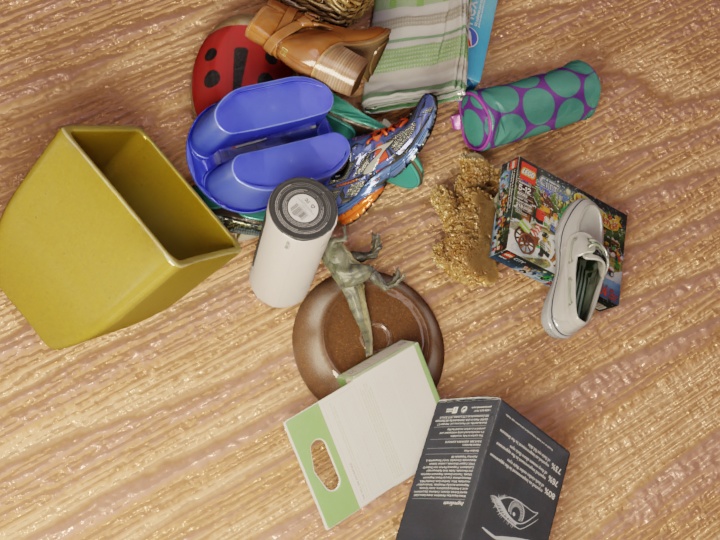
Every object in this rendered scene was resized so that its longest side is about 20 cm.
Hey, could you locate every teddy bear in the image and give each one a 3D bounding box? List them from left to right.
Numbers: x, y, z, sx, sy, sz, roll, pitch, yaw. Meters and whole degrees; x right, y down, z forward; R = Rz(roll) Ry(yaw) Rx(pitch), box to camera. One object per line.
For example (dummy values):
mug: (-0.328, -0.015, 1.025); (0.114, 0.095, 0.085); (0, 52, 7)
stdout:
teddy bear: (0.151, -0.064, 1.611); (0.144, 0.067, 0.202); (16, 64, -31)

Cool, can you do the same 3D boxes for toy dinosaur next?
toy dinosaur: (0.000, 0.000, 1.508); (0.088, 0.047, 0.201); (-22, 82, -23)

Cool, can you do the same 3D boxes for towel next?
towel: (0.075, -0.309, 1.649); (0.148, 0.031, 0.201); (-5, 63, 22)

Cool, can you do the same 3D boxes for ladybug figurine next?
ladybug figurine: (-0.151, -0.243, 1.565); (0.135, 0.072, 0.202); (0, 70, -1)

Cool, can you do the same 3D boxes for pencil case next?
pencil case: (0.230, -0.225, 1.681); (0.199, 0.092, 0.086); (-18, 111, -25)

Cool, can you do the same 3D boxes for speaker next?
speaker: (-0.081, -0.028, 1.445); (0.081, 0.200, 0.082); (4, 66, -10)

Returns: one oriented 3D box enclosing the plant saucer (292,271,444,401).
plant saucer: (0.015, 0.088, 1.521); (0.199, 0.037, 0.202); (6, 68, -14)

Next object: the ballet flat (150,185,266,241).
ballet flat: (-0.165, -0.068, 1.510); (0.198, 0.074, 0.075); (6, 68, -15)

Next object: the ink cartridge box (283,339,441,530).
ink cartridge box: (0.007, 0.190, 1.442); (0.199, 0.048, 0.146); (-27, 104, -24)

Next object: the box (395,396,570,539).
box: (0.142, 0.269, 1.422); (0.148, 0.104, 0.201); (39, 59, -33)

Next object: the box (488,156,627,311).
box: (0.263, -0.046, 1.614); (0.199, 0.038, 0.138); (24, 64, -28)

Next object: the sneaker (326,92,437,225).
sneaker: (0.023, -0.148, 1.541); (0.078, 0.075, 0.200); (42, 101, -5)

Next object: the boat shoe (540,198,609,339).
boat shoe: (0.286, -0.006, 1.552); (0.073, 0.067, 0.201); (27, 63, -26)

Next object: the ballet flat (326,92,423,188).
ballet flat: (0.005, -0.183, 1.608); (0.199, 0.067, 0.071); (29, 47, -7)

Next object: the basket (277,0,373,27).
basket: (-0.020, -0.437, 1.624); (0.142, 0.149, 0.201); (22, 46, -7)

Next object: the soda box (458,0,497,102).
soda box: (0.143, -0.340, 1.710); (0.067, 0.064, 0.201); (18, 65, -9)

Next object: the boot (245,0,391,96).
boot: (-0.049, -0.297, 1.552); (0.154, 0.074, 0.200); (28, 26, 3)

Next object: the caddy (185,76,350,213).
caddy: (-0.110, -0.150, 1.480); (0.199, 0.105, 0.142); (-16, 86, -28)

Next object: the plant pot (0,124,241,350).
plant pot: (-0.291, -0.023, 1.372); (0.200, 0.195, 0.194); (-42, 84, 16)
